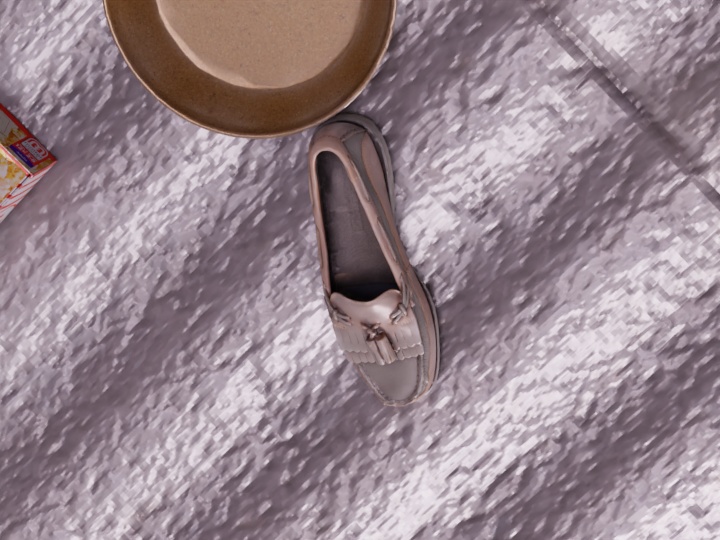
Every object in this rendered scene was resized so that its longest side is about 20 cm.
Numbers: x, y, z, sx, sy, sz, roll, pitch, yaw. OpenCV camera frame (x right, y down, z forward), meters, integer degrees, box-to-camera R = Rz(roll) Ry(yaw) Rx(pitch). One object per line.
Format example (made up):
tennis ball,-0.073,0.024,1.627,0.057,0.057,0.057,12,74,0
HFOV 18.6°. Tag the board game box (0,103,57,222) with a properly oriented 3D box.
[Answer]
board game box,-0.332,-0.091,1.514,0.200,0.046,0.151,46,112,-1

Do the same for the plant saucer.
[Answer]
plant saucer,-0.069,-0.186,1.414,0.200,0.035,0.200,5,108,15

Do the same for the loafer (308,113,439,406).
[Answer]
loafer,0.000,0.000,1.435,0.072,0.063,0.200,-10,103,18
